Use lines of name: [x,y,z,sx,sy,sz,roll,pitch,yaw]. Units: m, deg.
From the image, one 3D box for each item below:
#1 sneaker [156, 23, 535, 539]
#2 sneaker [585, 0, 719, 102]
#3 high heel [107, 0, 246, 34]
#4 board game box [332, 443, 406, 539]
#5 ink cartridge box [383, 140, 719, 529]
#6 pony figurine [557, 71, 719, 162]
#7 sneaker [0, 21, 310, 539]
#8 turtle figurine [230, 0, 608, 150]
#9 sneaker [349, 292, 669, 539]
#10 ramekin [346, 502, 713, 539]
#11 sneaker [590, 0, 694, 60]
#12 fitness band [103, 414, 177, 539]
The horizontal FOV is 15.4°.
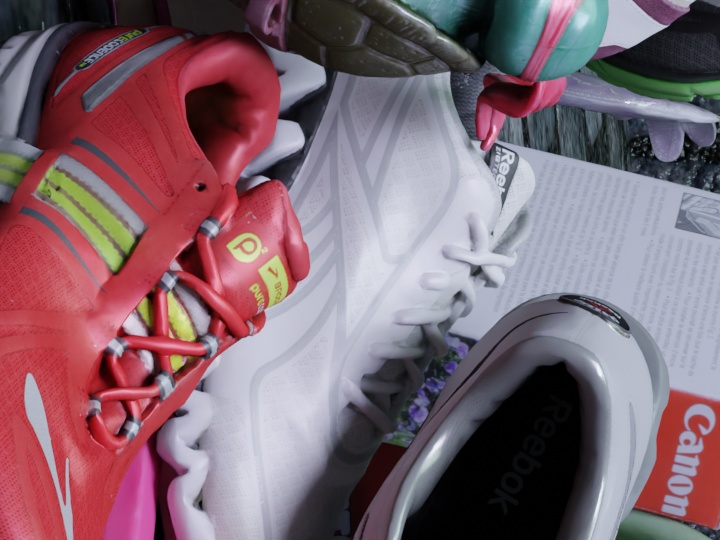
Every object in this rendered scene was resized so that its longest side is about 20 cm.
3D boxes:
sneaker: [0.000,0.000,0.702,0.075,0.081,0.201,55,45,-66]
sneaker: [0.094,-0.134,0.894,0.084,0.076,0.200,83,-9,-50]
high heel: [-0.044,-0.069,0.743,0.096,0.067,0.201,-105,-166,-51]
board game box: [0.018,0.147,0.904,0.019,0.103,0.201,12,70,-48]
ink cartridge box: [0.085,0.021,0.797,0.109,0.199,0.051,-66,168,-55]
pony figurine: [0.021,-0.080,0.956,0.193,0.166,0.201,-9,83,-66]
sneaker: [-0.055,0.005,0.605,0.200,0.085,0.077,-84,165,-46]
turtle figurine: [-0.003,-0.099,0.640,0.150,0.199,0.101,82,32,-78]
sneaker: [0.016,0.098,0.663,0.088,0.074,0.201,9,100,-80]
ramekin: [0.058,0.170,0.805,0.098,0.199,0.201,37,48,-71]
sneaker: [0.040,-0.157,0.767,0.201,0.090,0.075,65,21,0]
fitness band: [-0.052,0.107,0.706,0.144,0.037,0.201,73,14,-48]
